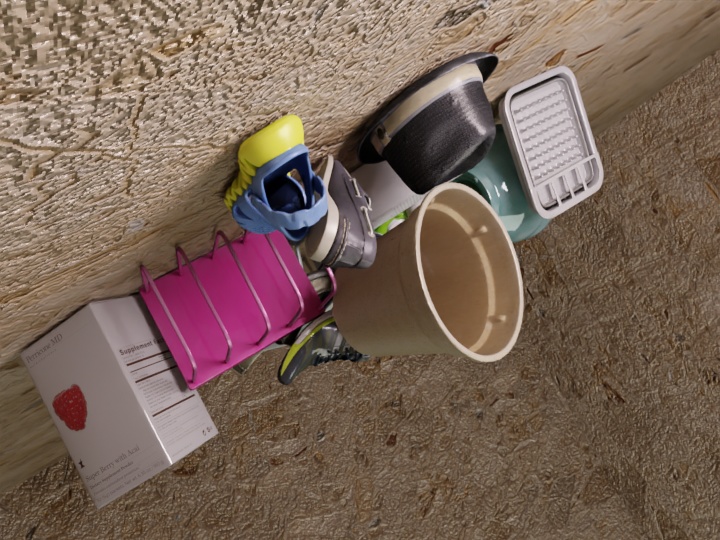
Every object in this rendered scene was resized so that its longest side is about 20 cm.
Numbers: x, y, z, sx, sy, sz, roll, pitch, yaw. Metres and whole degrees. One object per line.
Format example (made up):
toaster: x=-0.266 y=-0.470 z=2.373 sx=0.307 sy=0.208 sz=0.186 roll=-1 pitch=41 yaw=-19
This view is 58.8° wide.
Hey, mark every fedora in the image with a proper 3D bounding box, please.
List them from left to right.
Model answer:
fedora: x=0.091 y=-0.151 z=0.725 sx=0.198 sy=0.093 sz=0.201 roll=-31 pitch=175 yaw=-3

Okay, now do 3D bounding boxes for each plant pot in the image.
plant pot: x=0.067 y=0.021 z=0.775 sx=0.181 sy=0.205 sz=0.199 roll=-19 pitch=-176 yaw=44
plant pot: x=0.210 y=-0.128 z=1.066 sx=0.133 sy=0.204 sz=0.200 roll=-25 pitch=173 yaw=-38

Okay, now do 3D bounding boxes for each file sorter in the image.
file sorter: x=-0.145 y=0.022 z=0.763 sx=0.197 sy=0.141 sz=0.126 roll=-29 pitch=172 yaw=-22

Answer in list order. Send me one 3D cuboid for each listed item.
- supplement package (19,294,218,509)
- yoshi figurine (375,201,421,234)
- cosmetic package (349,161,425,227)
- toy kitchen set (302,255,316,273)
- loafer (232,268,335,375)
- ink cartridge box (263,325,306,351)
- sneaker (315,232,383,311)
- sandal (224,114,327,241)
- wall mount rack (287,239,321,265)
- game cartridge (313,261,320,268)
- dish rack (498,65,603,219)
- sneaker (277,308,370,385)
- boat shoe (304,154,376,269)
supplement package: x=-0.286 y=0.150 z=0.769 sx=0.120 sy=0.203 sz=0.120 roll=-31 pitch=176 yaw=14
yoshi figurine: x=0.060 y=-0.109 z=1.031 sx=0.196 sy=0.114 sz=0.113 roll=-20 pitch=-157 yaw=22
cosmetic package: x=0.068 y=-0.135 z=0.884 sx=0.197 sy=0.072 sz=0.101 roll=-32 pitch=175 yaw=5
toy kitchen set: x=-0.162 y=0.111 z=1.266 sx=0.161 sy=0.183 sz=0.200 roll=-25 pitch=168 yaw=-40
loafer: x=-0.109 y=0.070 z=0.878 sx=0.198 sy=0.070 sz=0.075 roll=-35 pitch=-179 yaw=-13
ink cartridge box: x=-0.183 y=0.105 z=1.018 sx=0.197 sy=0.042 sz=0.197 roll=-9 pitch=178 yaw=45
sneaker: x=-0.001 y=-0.001 z=0.976 sx=0.201 sy=0.078 sz=0.145 roll=-36 pitch=170 yaw=33
sandal: x=-0.079 y=-0.064 z=0.611 sx=0.078 sy=0.088 sz=0.200 roll=-31 pitch=177 yaw=-15
wall mount rack: x=-0.134 y=0.005 z=1.018 sx=0.197 sy=0.076 sz=0.174 roll=-28 pitch=176 yaw=-22
game cartridge: x=-0.043 y=-0.036 z=1.420 sx=0.131 sy=0.042 sz=0.200 roll=-24 pitch=172 yaw=-30
dish rack: x=0.290 y=-0.196 z=0.988 sx=0.169 sy=0.204 sz=0.043 roll=-27 pitch=-167 yaw=-28
sneaker: x=-0.025 y=0.093 z=0.848 sx=0.198 sy=0.082 sz=0.074 roll=-35 pitch=170 yaw=-25
boat shoe: x=-0.021 y=-0.058 z=0.657 sx=0.201 sy=0.061 sz=0.074 roll=-99 pitch=-147 yaw=-62
